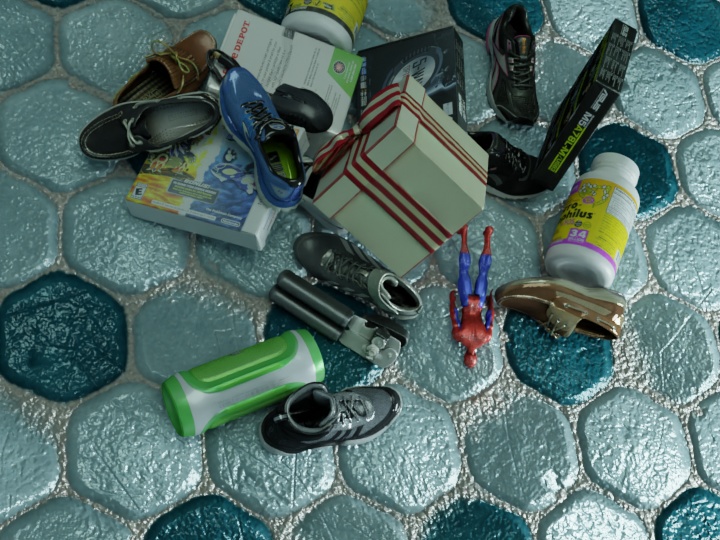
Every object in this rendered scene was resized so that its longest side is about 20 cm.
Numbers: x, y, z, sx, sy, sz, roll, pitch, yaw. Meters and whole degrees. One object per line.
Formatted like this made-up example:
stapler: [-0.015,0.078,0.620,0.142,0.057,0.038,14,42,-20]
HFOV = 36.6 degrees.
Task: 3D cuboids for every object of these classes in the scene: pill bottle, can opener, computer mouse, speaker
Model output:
pill bottle: [0.349,-0.074,1.607,0.104,0.104,0.201,27,63,-2]
can opener: [-0.030,0.065,1.487,0.199,0.053,0.067,30,29,-3]
computer mouse: [-0.125,-0.252,1.501,0.199,0.034,0.059,28,68,-3]
pill bottle: [-0.043,-0.415,1.642,0.112,0.113,0.201,20,64,-6]
speaker: [-0.149,0.143,1.396,0.199,0.089,0.089,-20,74,-21]

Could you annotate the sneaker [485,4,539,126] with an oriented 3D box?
sneaker: [0.238,-0.324,1.692,0.080,0.086,0.202,-5,70,-15]

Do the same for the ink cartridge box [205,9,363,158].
ink cartridge box: [-0.113,-0.266,1.576,0.198,0.084,0.147,20,64,-7]

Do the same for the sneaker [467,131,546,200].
sneaker: [0.203,-0.161,1.614,0.198,0.088,0.076,9,66,-11]

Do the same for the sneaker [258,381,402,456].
sneaker: [-0.028,0.182,1.395,0.198,0.114,0.076,-12,72,-19]

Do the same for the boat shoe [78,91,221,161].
boat shoe: [-0.282,-0.192,1.459,0.198,0.060,0.075,-12,104,-5]

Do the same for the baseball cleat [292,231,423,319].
baseball cleat: [0.000,0.000,1.482,0.199,0.106,0.070,26,83,-1]

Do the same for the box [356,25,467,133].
box: [0.074,-0.244,1.592,0.159,0.044,0.202,-10,66,23]

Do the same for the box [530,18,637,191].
box: [0.327,-0.242,1.591,0.047,0.194,0.201,30,41,-2]

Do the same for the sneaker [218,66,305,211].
sneaker: [-0.119,-0.182,1.418,0.078,0.089,0.201,-23,80,-27]

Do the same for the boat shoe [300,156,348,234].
boat shoe: [-0.081,-0.128,1.537,0.200,0.066,0.072,40,64,4]

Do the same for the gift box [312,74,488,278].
gift box: [0.046,-0.135,1.456,0.186,0.184,0.201,41,25,-18]

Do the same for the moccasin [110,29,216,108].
moccasin: [-0.278,-0.276,1.540,0.074,0.078,0.201,44,64,9]

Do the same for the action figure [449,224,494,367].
action figure: [0.159,0.038,1.542,0.065,0.052,0.202,6,71,-6]

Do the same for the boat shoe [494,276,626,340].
boat shoe: [0.288,0.058,1.555,0.198,0.076,0.072,8,68,-10]

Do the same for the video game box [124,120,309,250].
video game box: [-0.194,-0.135,1.490,0.198,0.047,0.183,15,61,13]
